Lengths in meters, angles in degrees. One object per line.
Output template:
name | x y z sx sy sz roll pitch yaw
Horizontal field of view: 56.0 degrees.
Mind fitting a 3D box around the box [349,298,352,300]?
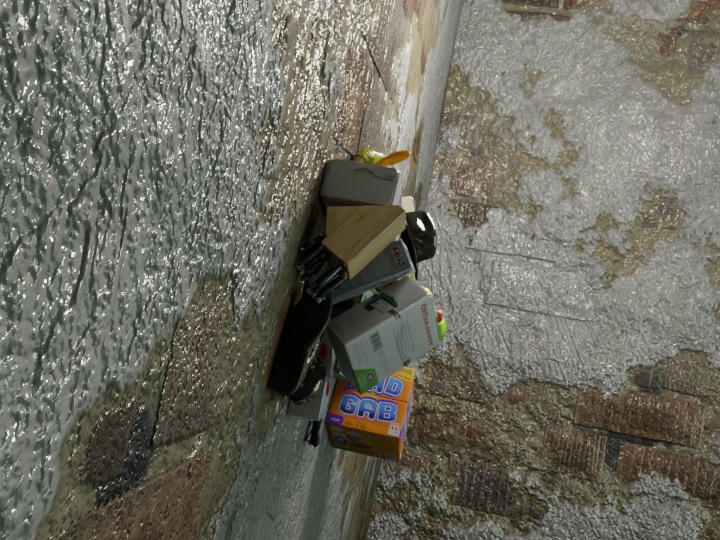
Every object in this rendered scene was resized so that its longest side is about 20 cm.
box | 0.012 0.116 1.762 0.148 0.103 0.202 -1 100 -79

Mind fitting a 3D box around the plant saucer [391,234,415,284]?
plant saucer | 0.085 -0.014 1.568 0.200 0.048 0.201 79 -6 -61

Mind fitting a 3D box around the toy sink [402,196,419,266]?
toy sink | 0.093 -0.113 1.775 0.201 0.111 0.131 -97 180 -58

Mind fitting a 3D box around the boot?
boot | -0.099 0.150 1.258 0.151 0.073 0.201 75 30 -65

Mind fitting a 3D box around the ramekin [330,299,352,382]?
ramekin | -0.030 0.163 1.585 0.200 0.097 0.202 10 90 -80

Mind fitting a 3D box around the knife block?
knife block | -0.015 -0.029 1.234 0.064 0.198 0.177 84 5 -63

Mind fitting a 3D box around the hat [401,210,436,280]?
hat | 0.132 -0.083 1.554 0.201 0.080 0.202 163 -90 -89

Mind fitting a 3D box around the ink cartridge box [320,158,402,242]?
ink cartridge box | 0.007 -0.130 1.367 0.200 0.144 0.084 75 27 -67

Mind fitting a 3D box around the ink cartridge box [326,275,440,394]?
ink cartridge box | 0.047 0.125 1.333 0.199 0.084 0.147 -29 130 -17

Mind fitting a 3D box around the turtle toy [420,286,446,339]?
turtle toy | 0.130 0.118 1.517 0.146 0.101 0.200 -56 156 10

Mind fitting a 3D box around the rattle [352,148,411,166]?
rattle | 0.048 -0.170 1.538 0.130 0.142 0.202 -2 99 -71

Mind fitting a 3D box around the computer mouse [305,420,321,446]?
computer mouse | -0.095 0.298 1.510 0.201 0.044 0.110 89 15 -47

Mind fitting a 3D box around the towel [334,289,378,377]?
towel | 0.006 0.138 1.459 0.152 0.023 0.202 38 64 -60

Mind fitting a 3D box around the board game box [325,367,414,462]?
board game box | 0.033 0.381 1.864 0.200 0.198 0.201 85 18 -57

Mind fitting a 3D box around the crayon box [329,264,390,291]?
crayon box | 0.000 0.000 1.504 0.200 0.125 0.052 77 32 -67

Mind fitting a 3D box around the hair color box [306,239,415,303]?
hair color box | 0.003 0.008 1.329 0.099 0.199 0.061 30 39 -80

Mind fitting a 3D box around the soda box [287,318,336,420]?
soda box | -0.090 0.194 1.367 0.064 0.068 0.202 27 74 -79
